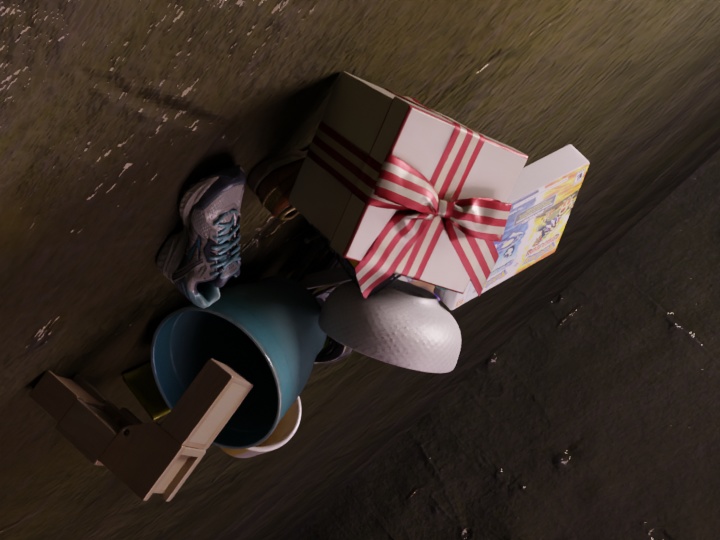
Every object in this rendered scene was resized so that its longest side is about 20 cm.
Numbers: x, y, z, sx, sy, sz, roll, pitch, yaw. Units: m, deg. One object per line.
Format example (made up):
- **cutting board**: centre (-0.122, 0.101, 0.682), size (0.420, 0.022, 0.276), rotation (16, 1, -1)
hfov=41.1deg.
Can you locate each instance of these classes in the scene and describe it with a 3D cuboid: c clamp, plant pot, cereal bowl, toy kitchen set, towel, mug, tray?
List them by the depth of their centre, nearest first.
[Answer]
- **toy kitchen set**: centre (-0.258, 0.159, 1.205), size (0.181, 0.199, 0.163), rotation (-53, 163, -4)
- **cereal bowl**: centre (0.046, 0.061, 1.286), size (0.200, 0.199, 0.084), rotation (-1, 111, -63)
- **plant pot**: centre (-0.146, 0.103, 1.291), size (0.200, 0.200, 0.188), rotation (-50, 175, 36)
- **tray**: centre (0.000, 0.000, 1.355), size (0.199, 0.022, 0.107), rotation (-13, 178, 42)
- **towel**: centre (-0.229, 0.137, 1.358), size (0.199, 0.086, 0.018), rotation (-25, 146, -36)
- **c clamp**: centre (-0.073, -0.010, 1.412), size (0.170, 0.027, 0.200), rotation (-27, 159, -48)
- **mug**: centre (-0.209, 0.248, 1.665), size (0.150, 0.185, 0.153), rotation (-66, -172, -29)

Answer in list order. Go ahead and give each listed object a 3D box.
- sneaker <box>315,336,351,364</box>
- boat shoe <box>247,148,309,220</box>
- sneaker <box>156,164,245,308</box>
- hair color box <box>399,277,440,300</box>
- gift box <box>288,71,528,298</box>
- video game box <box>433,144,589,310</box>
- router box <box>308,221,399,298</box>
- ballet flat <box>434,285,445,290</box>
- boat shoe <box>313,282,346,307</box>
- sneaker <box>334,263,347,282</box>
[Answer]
- **sneaker**: centre (-0.101, 0.115, 1.438), size (0.198, 0.075, 0.081), rotation (2, 167, 24)
- **boat shoe**: centre (-0.036, -0.113, 1.132), size (0.199, 0.068, 0.072), rotation (-29, 161, -29)
- **sneaker**: centre (-0.156, -0.034, 1.059), size (0.077, 0.087, 0.200), rotation (-25, 159, -38)
- **hair color box**: centre (0.069, 0.029, 1.652), size (0.199, 0.110, 0.065), rotation (-38, 163, -2)
- **gift box**: centre (0.050, -0.076, 1.017), size (0.183, 0.187, 0.202), rotation (11, 106, -31)
- **video game box**: centre (0.196, -0.054, 1.264), size (0.199, 0.047, 0.183), rotation (-28, 152, -25)
- **router box**: centre (0.045, -0.080, 1.248), size (0.199, 0.150, 0.051), rotation (-34, 163, -16)
- **ballet flat**: centre (0.108, -0.022, 1.147), size (0.071, 0.067, 0.201), rotation (-60, 176, -37)
- **boat shoe**: centre (-0.052, 0.058, 1.510), size (0.086, 0.075, 0.202), rotation (-35, 177, -27)
- **sneaker**: centre (0.034, 0.001, 1.541), size (0.071, 0.080, 0.200), rotation (-48, 166, 27)
